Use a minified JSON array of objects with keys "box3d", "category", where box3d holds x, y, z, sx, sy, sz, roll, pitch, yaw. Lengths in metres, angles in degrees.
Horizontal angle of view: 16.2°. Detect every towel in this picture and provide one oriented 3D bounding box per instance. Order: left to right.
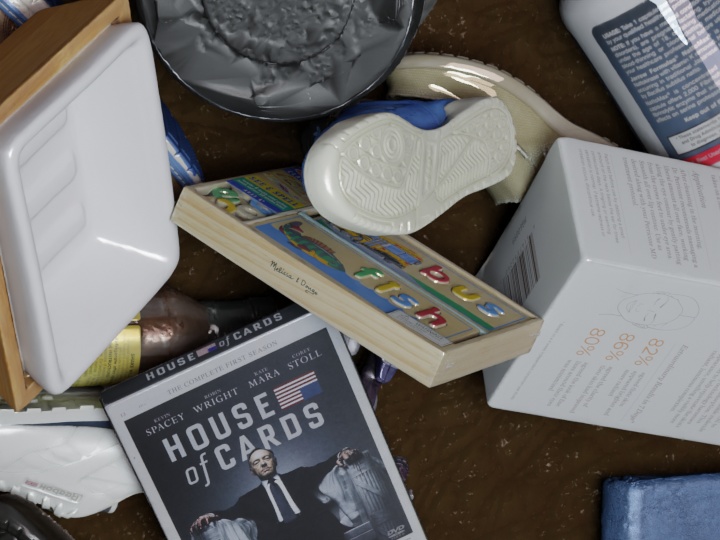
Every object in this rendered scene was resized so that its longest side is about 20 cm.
[{"box3d":[0.211,0.233,1.701,0.111,0.049,0.200,-1,94,-18],"category":"towel"}]

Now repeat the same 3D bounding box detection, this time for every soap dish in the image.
[{"box3d":[-0.181,-0.043,1.459,0.157,0.081,0.200,-50,148,-41],"category":"soap dish"}]

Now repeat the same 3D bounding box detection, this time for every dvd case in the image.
[{"box3d":[-0.055,0.127,1.559,0.150,0.025,0.200,-25,119,-4],"category":"dvd case"}]

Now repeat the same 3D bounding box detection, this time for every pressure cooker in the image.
[{"box3d":[-0.043,-0.197,1.521,0.178,0.200,0.176,-12,116,6],"category":"pressure cooker"}]

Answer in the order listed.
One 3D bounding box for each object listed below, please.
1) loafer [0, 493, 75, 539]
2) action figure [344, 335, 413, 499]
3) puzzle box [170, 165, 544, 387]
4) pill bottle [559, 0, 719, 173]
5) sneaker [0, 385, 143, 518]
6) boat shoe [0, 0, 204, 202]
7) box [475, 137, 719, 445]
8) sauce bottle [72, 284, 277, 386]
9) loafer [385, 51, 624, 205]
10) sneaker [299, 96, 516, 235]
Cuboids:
[{"box3d":[-0.177,0.205,1.558,0.073,0.071,0.200,-26,119,21],"category":"loafer"},{"box3d":[-0.020,0.098,1.606,0.130,0.069,0.200,19,93,-30],"category":"action figure"},{"box3d":[0.000,0.000,1.525,0.200,0.133,0.025,32,112,22],"category":"puzzle box"},{"box3d":[0.199,-0.164,1.636,0.120,0.120,0.200,-37,104,-13],"category":"pill bottle"},{"box3d":[-0.195,0.113,1.550,0.200,0.076,0.081,3,102,-17],"category":"sneaker"},{"box3d":[-0.178,-0.106,1.547,0.072,0.072,0.200,-40,111,8],"category":"boat shoe"},{"box3d":[0.193,0.018,1.614,0.200,0.152,0.106,10,47,-19],"category":"box"},{"box3d":[-0.150,0.041,1.562,0.200,0.065,0.065,0,93,-18],"category":"sauce bottle"},{"box3d":[0.097,-0.078,1.631,0.200,0.076,0.068,27,79,-18],"category":"loafer"},{"box3d":[-0.001,-0.063,1.517,0.200,0.111,0.077,-24,106,-54],"category":"sneaker"}]
